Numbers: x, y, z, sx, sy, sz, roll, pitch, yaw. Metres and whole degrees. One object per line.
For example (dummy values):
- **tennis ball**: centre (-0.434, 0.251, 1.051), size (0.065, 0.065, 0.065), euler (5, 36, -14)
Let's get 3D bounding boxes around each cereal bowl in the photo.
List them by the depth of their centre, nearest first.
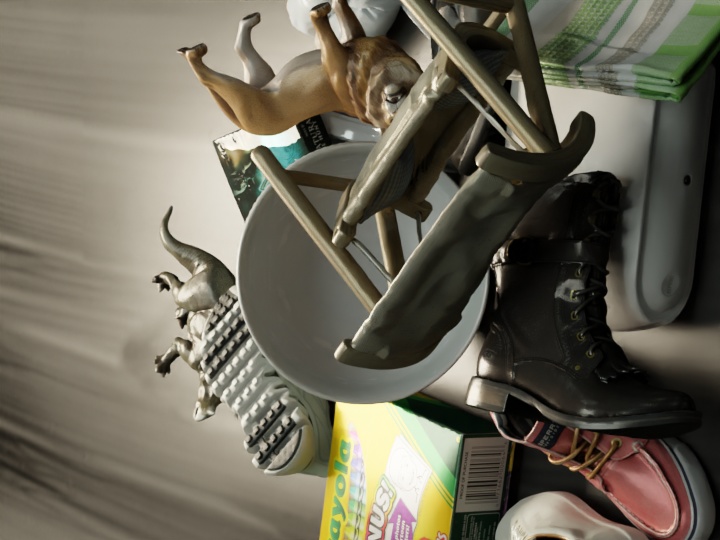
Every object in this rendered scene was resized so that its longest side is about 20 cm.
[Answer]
- **cereal bowl**: centre (0.000, 0.000, 1.771), size (0.083, 0.198, 0.202), euler (-136, 50, -85)

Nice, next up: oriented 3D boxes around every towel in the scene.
- **towel**: centre (0.185, -0.186, 1.573), size (0.199, 0.031, 0.150), euler (13, 61, 51)

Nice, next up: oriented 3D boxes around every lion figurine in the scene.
- **lion figurine**: centre (-0.040, -0.144, 1.766), size (0.199, 0.073, 0.123), euler (-11, 113, 31)

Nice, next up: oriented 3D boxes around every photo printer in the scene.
- **photo printer**: centre (0.170, -0.059, 1.624), size (0.166, 0.069, 0.202), euler (14, 101, 51)

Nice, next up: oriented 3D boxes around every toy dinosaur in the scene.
- **toy dinosaur**: centre (-0.134, 0.041, 2.030), size (0.102, 0.077, 0.202), euler (-13, 74, 39)

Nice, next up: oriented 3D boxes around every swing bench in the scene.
- **swing bench**: centre (0.049, -0.068, 1.547), size (0.199, 0.129, 0.201), euler (-53, 48, 34)

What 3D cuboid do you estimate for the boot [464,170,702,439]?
- **boot**: centre (0.152, 0.019, 1.542), size (0.199, 0.069, 0.175), euler (8, 86, 38)

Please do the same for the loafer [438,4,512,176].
- **loafer**: centre (0.091, -0.171, 1.692), size (0.071, 0.073, 0.201), euler (16, 97, 21)

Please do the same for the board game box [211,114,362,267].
- **board game box**: centre (-0.044, -0.030, 1.872), size (0.135, 0.028, 0.201), euler (-16, 98, 56)

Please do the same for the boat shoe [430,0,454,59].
- **boat shoe**: centre (0.085, -0.211, 1.746), size (0.057, 0.066, 0.202), euler (-168, 82, -68)

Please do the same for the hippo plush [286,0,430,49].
- **hippo plush**: centre (-0.041, -0.238, 1.824), size (0.200, 0.160, 0.160), euler (47, 124, 42)

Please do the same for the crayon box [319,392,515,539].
- **crayon box**: centre (0.038, 0.203, 1.795), size (0.172, 0.058, 0.202), euler (18, 104, 53)

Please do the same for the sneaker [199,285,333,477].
- **sneaker**: centre (-0.074, 0.098, 1.927), size (0.075, 0.081, 0.201), euler (-45, 49, 23)

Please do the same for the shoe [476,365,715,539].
- **shoe**: centre (0.162, 0.125, 1.614), size (0.200, 0.091, 0.072), euler (53, 129, 38)

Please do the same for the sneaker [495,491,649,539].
- **sneaker**: centre (0.129, 0.200, 1.639), size (0.200, 0.084, 0.073), euler (176, 90, -68)

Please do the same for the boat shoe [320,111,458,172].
- **boat shoe**: centre (0.021, -0.123, 1.833), size (0.199, 0.072, 0.062), euler (16, 82, 45)
